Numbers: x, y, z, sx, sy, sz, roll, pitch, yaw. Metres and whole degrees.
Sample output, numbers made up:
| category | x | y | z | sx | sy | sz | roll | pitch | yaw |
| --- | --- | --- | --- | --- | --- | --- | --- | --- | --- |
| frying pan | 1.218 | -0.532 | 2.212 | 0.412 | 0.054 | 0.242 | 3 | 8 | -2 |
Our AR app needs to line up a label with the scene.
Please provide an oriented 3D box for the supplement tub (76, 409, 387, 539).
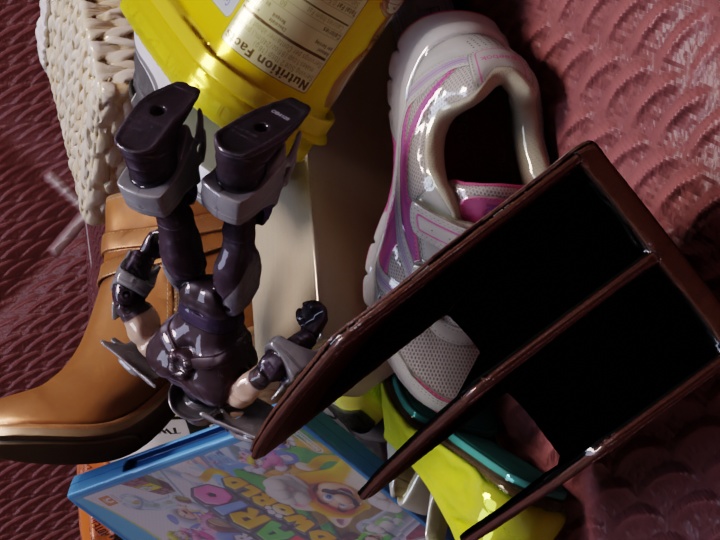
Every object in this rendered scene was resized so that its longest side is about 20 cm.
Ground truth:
| category | x | y | z | sx | sy | sz | roll | pitch | yaw |
| --- | --- | --- | --- | --- | --- | --- | --- | --- | --- |
| supplement tub | -0.083 | 0.154 | 1.278 | 0.123 | 0.199 | 0.123 | 177 | 90 | -76 |

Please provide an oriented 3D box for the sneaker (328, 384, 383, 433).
| category | x | y | z | sx | sy | sz | roll | pitch | yaw |
| --- | --- | --- | --- | --- | --- | --- | --- | --- | --- |
| sneaker | 0.000 | 0.000 | 1.127 | 0.078 | 0.090 | 0.201 | 51 | -155 | -51 |

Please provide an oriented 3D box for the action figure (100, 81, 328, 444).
| category | x | y | z | sx | sy | sz | roll | pitch | yaw |
| --- | --- | --- | --- | --- | --- | --- | --- | --- | --- |
| action figure | -0.072 | 0.006 | 0.954 | 0.069 | 0.130 | 0.201 | -53 | -23 | -45 |

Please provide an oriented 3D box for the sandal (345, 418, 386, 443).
| category | x | y | z | sx | sy | sz | roll | pitch | yaw |
| --- | --- | --- | --- | --- | --- | --- | --- | --- | --- |
| sandal | -0.004 | 0.044 | 1.208 | 0.200 | 0.076 | 0.043 | -140 | 45 | -57 |

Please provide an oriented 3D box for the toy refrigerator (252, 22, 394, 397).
| category | x | y | z | sx | sy | sz | roll | pitch | yaw |
| --- | --- | --- | --- | --- | --- | --- | --- | --- | --- |
| toy refrigerator | -0.016 | -0.039 | 1.051 | 0.076 | 0.070 | 0.201 | -39 | 49 | 52 |

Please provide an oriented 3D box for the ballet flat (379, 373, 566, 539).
| category | x | y | z | sx | sy | sz | roll | pitch | yaw |
| --- | --- | --- | --- | --- | --- | --- | --- | --- | --- |
| ballet flat | 0.046 | 0.104 | 1.002 | 0.067 | 0.067 | 0.200 | -68 | 22 | 11 |

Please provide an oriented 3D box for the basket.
| category | x | y | z | sx | sy | sz | roll | pitch | yaw |
| --- | --- | --- | --- | --- | --- | --- | --- | --- | --- |
| basket | -0.109 | -0.145 | 1.313 | 0.200 | 0.197 | 0.162 | 114 | 147 | -62 |

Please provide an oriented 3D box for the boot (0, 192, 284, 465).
| category | x | y | z | sx | sy | sz | roll | pitch | yaw |
| --- | --- | --- | --- | --- | --- | --- | --- | --- | --- |
| boot | -0.141 | 0.028 | 1.144 | 0.074 | 0.199 | 0.155 | 104 | 155 | -71 |

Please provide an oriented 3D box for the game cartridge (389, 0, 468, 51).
| category | x | y | z | sx | sy | sz | roll | pitch | yaw |
| --- | --- | --- | --- | --- | --- | --- | --- | --- | --- |
| game cartridge | 0.028 | -0.129 | 1.099 | 0.130 | 0.038 | 0.201 | 107 | 155 | -47 |

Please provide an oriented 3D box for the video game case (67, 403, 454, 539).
| category | x | y | z | sx | sy | sz | roll | pitch | yaw |
| --- | --- | --- | --- | --- | --- | --- | --- | --- | --- |
| video game case | -0.058 | 0.142 | 1.133 | 0.199 | 0.143 | 0.018 | -22 | 39 | 39 |

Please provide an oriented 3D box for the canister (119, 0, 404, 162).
| category | x | y | z | sx | sy | sz | roll | pitch | yaw |
| --- | --- | --- | --- | --- | --- | --- | --- | --- | --- |
| canister | -0.022 | -0.176 | 0.973 | 0.200 | 0.086 | 0.149 | -54 | 40 | 15 |

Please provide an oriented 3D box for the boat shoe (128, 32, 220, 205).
| category | x | y | z | sx | sy | sz | roll | pitch | yaw |
| --- | --- | --- | --- | --- | --- | --- | --- | --- | --- |
| boat shoe | -0.092 | -0.077 | 1.060 | 0.200 | 0.070 | 0.067 | -121 | 41 | -51 |

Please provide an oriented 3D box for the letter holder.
| category | x | y | z | sx | sy | sz | roll | pitch | yaw |
| --- | --- | --- | --- | --- | --- | --- | --- | --- | --- |
| letter holder | 0.043 | 0.056 | 0.795 | 0.101 | 0.142 | 0.200 | 53 | 160 | 7 |

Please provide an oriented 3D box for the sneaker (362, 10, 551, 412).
| category | x | y | z | sx | sy | sz | roll | pitch | yaw |
| --- | --- | --- | --- | --- | --- | --- | --- | --- | --- |
| sneaker | 0.049 | -0.022 | 0.940 | 0.088 | 0.081 | 0.201 | -135 | 42 | -72 |
